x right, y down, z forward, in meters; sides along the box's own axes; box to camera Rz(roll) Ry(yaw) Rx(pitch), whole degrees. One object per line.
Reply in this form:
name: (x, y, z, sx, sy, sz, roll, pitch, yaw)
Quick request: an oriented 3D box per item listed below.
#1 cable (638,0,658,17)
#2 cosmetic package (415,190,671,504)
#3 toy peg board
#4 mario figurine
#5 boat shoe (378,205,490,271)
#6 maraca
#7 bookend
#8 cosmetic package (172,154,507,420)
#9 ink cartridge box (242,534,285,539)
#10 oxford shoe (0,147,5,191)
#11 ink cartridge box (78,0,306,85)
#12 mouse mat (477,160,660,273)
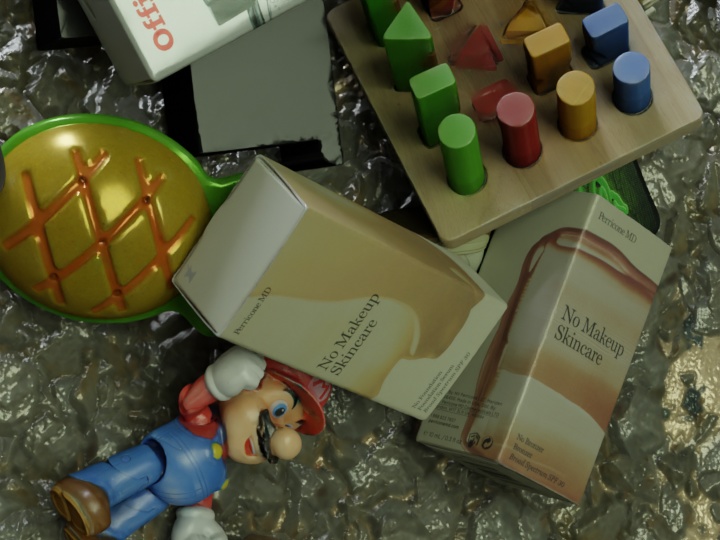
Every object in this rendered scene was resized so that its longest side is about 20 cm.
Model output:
cable: (0.150, -0.164, 1.446, 0.200, 0.050, 0.097, -31, 135, -11)
cosmetic package: (0.131, 0.051, 1.351, 0.103, 0.087, 0.200, 29, 77, -40)
toy peg board: (0.100, -0.154, 1.300, 0.199, 0.098, 0.200, -26, 69, -1)
mario figurine: (-0.094, 0.122, 1.238, 0.200, 0.123, 0.106, -36, 87, -22)
boat shoe: (0.000, 0.000, 1.325, 0.200, 0.074, 0.066, -5, 116, -25)
maraca: (-0.147, -0.027, 1.228, 0.200, 0.107, 0.137, 15, 108, -14)
bookend: (-0.128, -0.155, 1.270, 0.198, 0.092, 0.200, -9, 93, -21)
cosmetic package: (-0.010, 0.015, 1.234, 0.200, 0.071, 0.105, 23, 106, -43)
ink cartridge box: (-0.093, 0.292, 1.228, 0.200, 0.075, 0.165, -33, 106, -26)
oxford shoe: (-0.275, -0.120, 1.208, 0.071, 0.071, 0.200, 9, 61, -37)
ink cartridge box: (-0.086, -0.221, 1.184, 0.200, 0.083, 0.147, -31, 102, -12)
mouse mat: (0.130, -0.078, 1.407, 0.161, 0.008, 0.200, -31, 110, -20)
